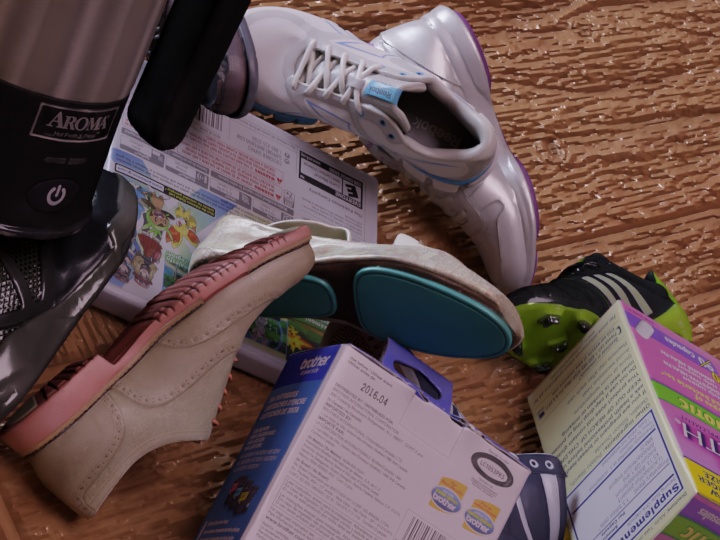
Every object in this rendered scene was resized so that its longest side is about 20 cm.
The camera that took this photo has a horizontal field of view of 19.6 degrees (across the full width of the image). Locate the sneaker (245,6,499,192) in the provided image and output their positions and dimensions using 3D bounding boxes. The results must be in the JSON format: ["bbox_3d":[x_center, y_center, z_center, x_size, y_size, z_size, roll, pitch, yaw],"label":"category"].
[{"bbox_3d":[0.002,-0.116,1.318,0.200,0.087,0.075,22,85,-4],"label":"sneaker"}]

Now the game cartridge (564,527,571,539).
[{"bbox_3d":[0.189,0.246,1.311,0.200,0.032,0.176,33,43,-17],"label":"game cartridge"}]

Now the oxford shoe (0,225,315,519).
[{"bbox_3d":[-0.095,0.051,1.118,0.200,0.071,0.074,-38,98,-15],"label":"oxford shoe"}]

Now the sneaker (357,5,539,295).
[{"bbox_3d":[0.055,-0.071,1.402,0.100,0.075,0.200,-20,87,-12],"label":"sneaker"}]

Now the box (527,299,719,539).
[{"bbox_3d":[0.216,0.142,1.305,0.176,0.097,0.200,30,25,-24],"label":"box"}]

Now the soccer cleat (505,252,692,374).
[{"bbox_3d":[0.150,0.026,1.415,0.200,0.068,0.081,9,47,-47],"label":"soccer cleat"}]

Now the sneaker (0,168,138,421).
[{"bbox_3d":[-0.194,-0.012,1.102,0.114,0.076,0.199,47,45,-15],"label":"sneaker"}]

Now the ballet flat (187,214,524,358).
[{"bbox_3d":[0.000,0.000,1.178,0.200,0.067,0.062,10,47,14],"label":"ballet flat"}]

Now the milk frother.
[{"bbox_3d":[-0.178,-0.150,1.088,0.200,0.188,0.180,34,23,19],"label":"milk frother"}]

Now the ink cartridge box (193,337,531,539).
[{"bbox_3d":[-0.001,0.132,1.118,0.136,0.076,0.200,36,70,-19],"label":"ink cartridge box"}]

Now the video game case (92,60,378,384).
[{"bbox_3d":[-0.073,-0.022,1.267,0.200,0.022,0.182,26,46,-29],"label":"video game case"}]

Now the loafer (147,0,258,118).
[{"bbox_3d":[-0.124,-0.162,1.277,0.063,0.072,0.200,-4,45,-29],"label":"loafer"}]

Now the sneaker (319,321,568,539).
[{"bbox_3d":[0.053,0.104,1.245,0.108,0.070,0.200,-26,92,-46],"label":"sneaker"}]
